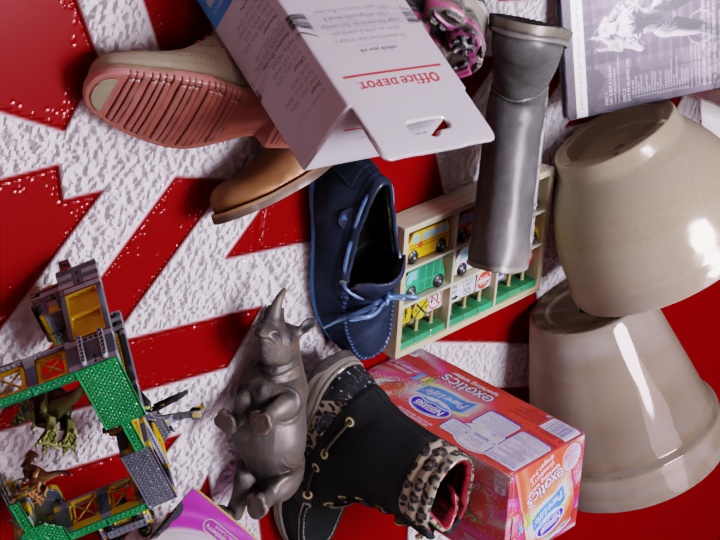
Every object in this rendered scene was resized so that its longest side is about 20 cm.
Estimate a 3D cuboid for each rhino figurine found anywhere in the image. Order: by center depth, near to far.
[{"bbox_3d":[-0.072,0.105,1.200,0.087,0.059,0.202,-36,138,-58],"label":"rhino figurine"}]

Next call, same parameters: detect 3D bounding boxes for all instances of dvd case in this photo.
[{"bbox_3d":[0.267,-0.224,1.347,0.198,0.016,0.150,-13,115,-12],"label":"dvd case"}]

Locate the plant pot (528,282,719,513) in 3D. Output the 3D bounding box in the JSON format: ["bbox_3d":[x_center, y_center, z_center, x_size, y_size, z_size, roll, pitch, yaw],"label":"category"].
[{"bbox_3d":[0.240,0.106,1.485,0.199,0.199,0.175,-34,116,-31],"label":"plant pot"}]

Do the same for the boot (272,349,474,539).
[{"bbox_3d":[0.007,0.185,1.257,0.073,0.153,0.205,-22,136,-42],"label":"boot"}]

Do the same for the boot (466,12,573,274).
[{"bbox_3d":[0.121,-0.099,1.239,0.182,0.072,0.202,2,103,-77],"label":"boot"}]

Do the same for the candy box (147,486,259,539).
[{"bbox_3d":[-0.087,0.240,1.139,0.061,0.136,0.200,-50,172,-15],"label":"candy box"}]

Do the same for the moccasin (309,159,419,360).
[{"bbox_3d":[0.000,0.000,1.216,0.080,0.068,0.201,-39,139,-27],"label":"moccasin"}]

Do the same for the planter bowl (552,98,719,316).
[{"bbox_3d":[0.258,-0.071,1.394,0.200,0.199,0.136,-40,113,-26],"label":"planter bowl"}]

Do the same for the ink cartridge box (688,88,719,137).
[{"bbox_3d":[0.396,-0.218,1.472,0.127,0.125,0.202,16,101,-25],"label":"ink cartridge box"}]

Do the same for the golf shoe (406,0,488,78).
[{"bbox_3d":[0.033,-0.237,1.132,0.200,0.072,0.093,53,35,-42],"label":"golf shoe"}]

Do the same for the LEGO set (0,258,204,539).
[{"bbox_3d":[-0.204,0.087,1.031,0.153,0.116,0.201,-27,133,3],"label":"LEGO set"}]

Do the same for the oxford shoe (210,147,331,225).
[{"bbox_3d":[-0.043,-0.105,1.126,0.200,0.071,0.072,-41,108,-24],"label":"oxford shoe"}]

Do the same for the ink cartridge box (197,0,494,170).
[{"bbox_3d":[-0.013,-0.139,1.014,0.115,0.201,0.067,-14,154,-44],"label":"ink cartridge box"}]

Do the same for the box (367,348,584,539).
[{"bbox_3d":[0.082,0.155,1.295,0.099,0.199,0.097,-21,125,-40],"label":"box"}]

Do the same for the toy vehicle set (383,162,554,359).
[{"bbox_3d":[0.094,-0.012,1.352,0.199,0.026,0.126,-23,127,-40],"label":"toy vehicle set"}]

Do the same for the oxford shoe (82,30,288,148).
[{"bbox_3d":[-0.101,-0.130,1.041,0.198,0.075,0.071,3,148,-37],"label":"oxford shoe"}]
